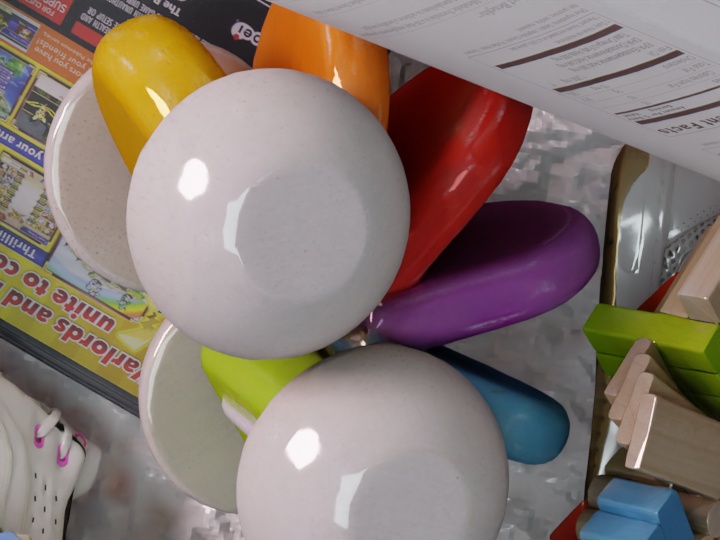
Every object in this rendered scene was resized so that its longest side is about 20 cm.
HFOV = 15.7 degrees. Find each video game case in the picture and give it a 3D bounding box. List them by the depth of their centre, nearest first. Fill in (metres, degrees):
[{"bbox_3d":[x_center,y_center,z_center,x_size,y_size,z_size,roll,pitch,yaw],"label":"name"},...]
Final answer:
[{"bbox_3d":[-0.108,-0.070,0.895,0.200,0.026,0.181,30,104,-2],"label":"video game case"}]

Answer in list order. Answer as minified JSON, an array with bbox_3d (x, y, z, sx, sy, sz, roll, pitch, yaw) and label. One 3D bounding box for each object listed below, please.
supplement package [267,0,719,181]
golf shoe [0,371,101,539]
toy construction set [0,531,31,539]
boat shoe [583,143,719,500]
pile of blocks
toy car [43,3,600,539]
[{"bbox_3d":[0.085,-0.103,0.735,0.200,0.109,0.114,21,78,-23],"label":"supplement package"},{"bbox_3d":[-0.140,0.057,0.907,0.092,0.073,0.201,-18,114,-14],"label":"golf shoe"},{"bbox_3d":[-0.079,0.176,0.829,0.131,0.092,0.201,-5,91,-17],"label":"toy construction set"},{"bbox_3d":[0.111,0.058,0.874,0.069,0.071,0.201,5,104,4],"label":"boat shoe"},{"bbox_3d":[0.080,0.070,0.795,0.062,0.082,0.201,9,78,41],"label":"pile of blocks"},{"bbox_3d":[0.000,0.000,0.811,0.150,0.175,0.200,-25,108,-14],"label":"toy car"}]
